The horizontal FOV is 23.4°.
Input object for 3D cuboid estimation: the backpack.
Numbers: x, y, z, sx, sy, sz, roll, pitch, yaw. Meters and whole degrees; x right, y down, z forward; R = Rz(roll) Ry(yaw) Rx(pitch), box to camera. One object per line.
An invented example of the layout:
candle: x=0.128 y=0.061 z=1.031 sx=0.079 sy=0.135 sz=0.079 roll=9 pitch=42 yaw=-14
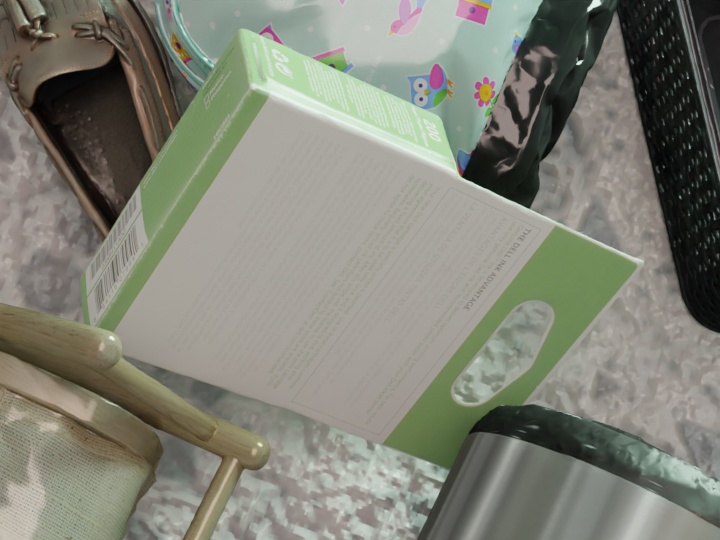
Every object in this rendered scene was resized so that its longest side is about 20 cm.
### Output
backpack: x=0.005 y=-0.112 z=0.793 sx=0.198 sy=0.127 sz=0.168 roll=25 pitch=81 yaw=1

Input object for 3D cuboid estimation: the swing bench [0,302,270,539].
swing bench: x=-0.180 y=0.111 z=0.719 sx=0.199 sy=0.130 sz=0.200 roll=17 pitch=73 yaw=37

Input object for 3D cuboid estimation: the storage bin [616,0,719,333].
storage bin: x=0.211 y=-0.082 z=0.825 sx=0.134 sy=0.094 sz=0.202 roll=-10 pitch=82 yaw=-8

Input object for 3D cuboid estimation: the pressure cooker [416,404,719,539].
pressure cooker: x=0.088 y=0.179 z=0.727 sx=0.174 sy=0.179 sz=0.201 roll=23 pitch=77 yaw=22

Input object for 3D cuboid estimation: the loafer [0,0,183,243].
loafer: x=-0.122 y=-0.077 z=0.798 sx=0.072 sy=0.063 sz=0.201 roll=-32 pitch=85 yaw=15

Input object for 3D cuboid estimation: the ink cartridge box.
ink cartridge box: x=0.000 y=0.000 z=0.745 sx=0.198 sy=0.048 sz=0.146 roll=21 pitch=122 yaw=-27
